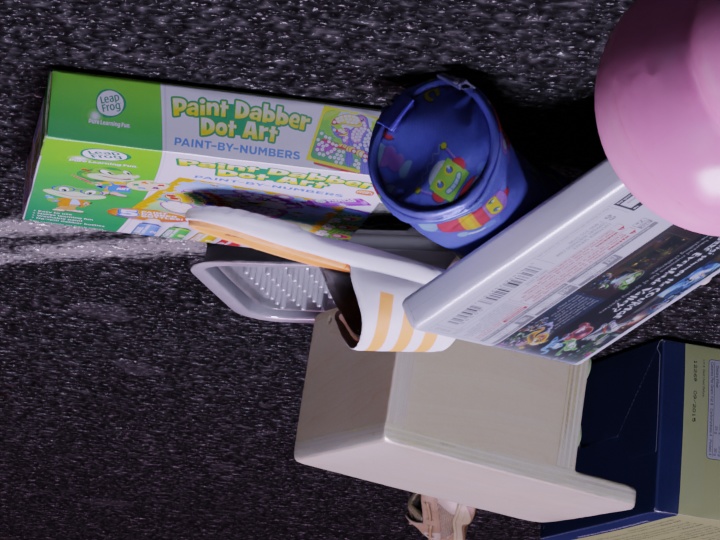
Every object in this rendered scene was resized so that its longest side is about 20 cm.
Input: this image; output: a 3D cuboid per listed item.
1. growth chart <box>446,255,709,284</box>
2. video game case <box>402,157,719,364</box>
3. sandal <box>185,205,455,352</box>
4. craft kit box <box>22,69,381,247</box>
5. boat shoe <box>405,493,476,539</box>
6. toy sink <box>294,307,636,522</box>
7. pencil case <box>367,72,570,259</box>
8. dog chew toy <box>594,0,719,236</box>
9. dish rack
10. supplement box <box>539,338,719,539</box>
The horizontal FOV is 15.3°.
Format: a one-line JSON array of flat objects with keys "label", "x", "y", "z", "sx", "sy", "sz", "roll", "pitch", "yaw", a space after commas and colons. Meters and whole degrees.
[{"label": "growth chart", "x": 0.140, "y": -0.005, "z": 1.658, "sx": 0.199, "sy": 0.018, "sz": 0.145, "roll": -7, "pitch": 161, "yaw": -7}, {"label": "video game case", "x": 0.147, "y": -0.015, "z": 1.485, "sx": 0.200, "sy": 0.023, "sz": 0.182, "roll": -36, "pitch": 154, "yaw": 25}, {"label": "sandal", "x": -0.009, "y": 0.014, "z": 1.561, "sx": 0.206, "sy": 0.059, "sz": 0.079, "roll": 16, "pitch": 178, "yaw": -10}, {"label": "craft kit box", "x": -0.090, "y": -0.059, "z": 1.556, "sx": 0.199, "sy": 0.049, "sz": 0.198, "roll": 6, "pitch": 164, "yaw": -9}, {"label": "boat shoe", "x": 0.079, "y": 0.231, "z": 2.675, "sx": 0.064, "sy": 0.072, "sz": 0.200, "roll": 11, "pitch": 158, "yaw": -1}, {"label": "toy sink", "x": 0.077, "y": 0.089, "z": 1.788, "sx": 0.199, "sy": 0.112, "sz": 0.130, "roll": 16, "pitch": 164, "yaw": -25}, {"label": "pencil case", "x": 0.065, "y": -0.045, "z": 1.483, "sx": 0.078, "sy": 0.087, "sz": 0.200, "roll": -42, "pitch": 157, "yaw": 6}, {"label": "dog chew toy", "x": 0.190, "y": -0.092, "z": 1.174, "sx": 0.124, "sy": 0.125, "sz": 0.200, "roll": 11, "pitch": 157, "yaw": -26}, {"label": "dish rack", "x": 0.000, "y": 0.000, "z": 1.771, "sx": 0.199, "sy": 0.044, "sz": 0.172, "roll": 1, "pitch": 167, "yaw": 13}, {"label": "supplement box", "x": 0.274, "y": 0.148, "z": 2.102, "sx": 0.199, "sy": 0.135, "sz": 0.200, "roll": 10, "pitch": 166, "yaw": -20}]
